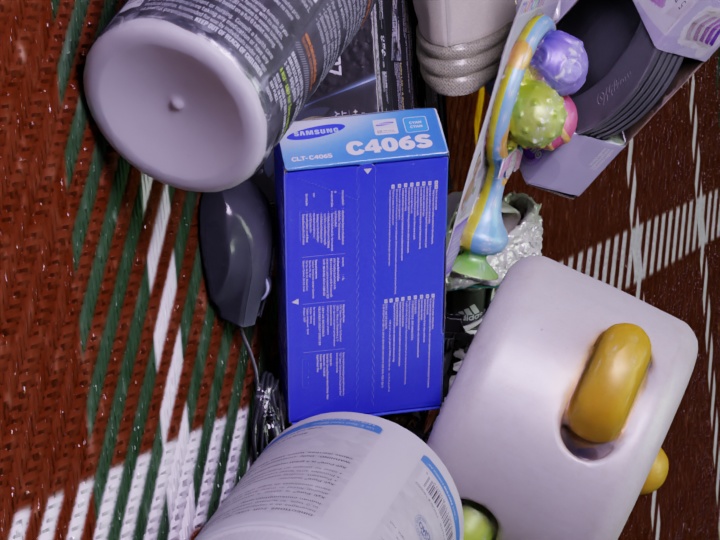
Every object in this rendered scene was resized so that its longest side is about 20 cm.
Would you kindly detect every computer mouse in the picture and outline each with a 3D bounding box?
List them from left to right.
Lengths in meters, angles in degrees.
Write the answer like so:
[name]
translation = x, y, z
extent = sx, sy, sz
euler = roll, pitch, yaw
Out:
[computer mouse]
translation = -0.057, 0.036, 1.703
extent = 0.059, 0.034, 0.201
euler = -64, 147, -61

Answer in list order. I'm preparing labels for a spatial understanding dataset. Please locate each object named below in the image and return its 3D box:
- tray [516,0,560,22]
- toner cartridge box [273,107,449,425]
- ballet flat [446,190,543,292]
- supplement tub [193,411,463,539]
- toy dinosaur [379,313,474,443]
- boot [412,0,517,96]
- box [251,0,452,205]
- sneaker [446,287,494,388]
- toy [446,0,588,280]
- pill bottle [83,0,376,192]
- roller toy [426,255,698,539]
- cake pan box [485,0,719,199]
[tray]
translation = 0.054, -0.186, 1.904
extent = 0.022, 0.200, 0.108
euler = 14, 70, -37
[toner cartridge box]
translation = 0.000, 0.000, 1.708
extent = 0.043, 0.094, 0.201
euler = -105, -168, -46
[ballet flat]
translation = 0.040, -0.019, 1.866
extent = 0.199, 0.072, 0.072
euler = -10, 97, -44
[supplement tub]
translation = -0.026, 0.168, 1.613
extent = 0.200, 0.131, 0.133
euler = -48, 133, -66
[toy dinosaur]
translation = 0.009, 0.086, 1.870
extent = 0.200, 0.102, 0.136
euler = -112, -154, -69
[boot]
translation = 0.067, -0.206, 1.803
extent = 0.200, 0.072, 0.155
euler = -63, 148, -60
[box]
translation = -0.010, -0.143, 1.802
extent = 0.164, 0.086, 0.201
euler = -13, 99, -74
[sneaker]
translation = 0.061, 0.061, 1.986
extent = 0.115, 0.075, 0.201
euler = 89, -4, -65
[toy]
translation = 0.102, -0.087, 1.773
extent = 0.115, 0.047, 0.201
euler = -35, 147, -72
[pill bottle]
translation = -0.055, -0.138, 1.548
extent = 0.200, 0.106, 0.107
euler = -56, 142, -45
[roller toy]
translation = 0.122, 0.094, 1.800
extent = 0.183, 0.139, 0.201
euler = -57, 170, -66
[cake pan box]
translation = 0.144, -0.172, 1.844
extent = 0.052, 0.184, 0.201
euler = 11, 46, -36
